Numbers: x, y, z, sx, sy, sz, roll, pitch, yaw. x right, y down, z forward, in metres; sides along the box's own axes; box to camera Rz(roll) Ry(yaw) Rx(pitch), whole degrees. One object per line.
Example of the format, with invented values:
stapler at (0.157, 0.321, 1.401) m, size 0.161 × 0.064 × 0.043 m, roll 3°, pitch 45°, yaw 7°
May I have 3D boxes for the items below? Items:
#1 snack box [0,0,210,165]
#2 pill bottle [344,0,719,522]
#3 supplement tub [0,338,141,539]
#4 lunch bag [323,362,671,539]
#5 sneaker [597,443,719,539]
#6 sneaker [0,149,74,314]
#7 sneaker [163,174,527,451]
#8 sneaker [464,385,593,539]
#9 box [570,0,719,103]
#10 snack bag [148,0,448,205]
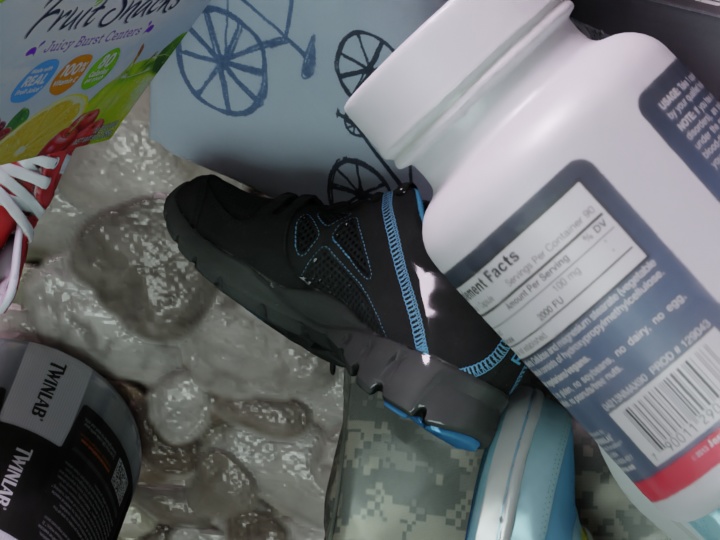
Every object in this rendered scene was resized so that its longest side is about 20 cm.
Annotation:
snack box at (-0.118, -0.105, 1.022) m, size 0.053 × 0.200 × 0.142 m, roll 42°, pitch 112°, yaw 11°
pill bottle at (0.094, -0.017, 1.014) m, size 0.200 × 0.120 × 0.120 m, roll 48°, pitch 125°, yaw 0°
supplement tub at (-0.181, 0.136, 1.274) m, size 0.122 × 0.200 × 0.123 m, roll 6°, pitch 128°, yaw 8°
lunch bag at (0.080, 0.103, 1.227) m, size 0.199 × 0.139 × 0.168 m, roll 5°, pitch 111°, yaw 6°
sneaker at (0.171, 0.094, 1.117) m, size 0.082 × 0.074 × 0.200 m, roll -11°, pitch 123°, yaw 50°
sneaker at (-0.151, -0.058, 1.172) m, size 0.071 × 0.113 × 0.200 m, roll 26°, pitch 129°, yaw -8°
sneaker at (0.000, 0.000, 1.132) m, size 0.200 × 0.082 × 0.073 m, roll 31°, pitch 179°, yaw 37°
sneaker at (0.105, 0.146, 1.130) m, size 0.130 × 0.080 × 0.201 m, roll 6°, pitch 111°, yaw 7°
box at (0.124, -0.057, 1.095) m, size 0.200 × 0.050 × 0.158 m, roll 19°, pitch 136°, yaw 35°
snack bag at (-0.003, -0.097, 1.122) m, size 0.200 × 0.021 × 0.189 m, roll 25°, pitch 131°, yaw 24°
